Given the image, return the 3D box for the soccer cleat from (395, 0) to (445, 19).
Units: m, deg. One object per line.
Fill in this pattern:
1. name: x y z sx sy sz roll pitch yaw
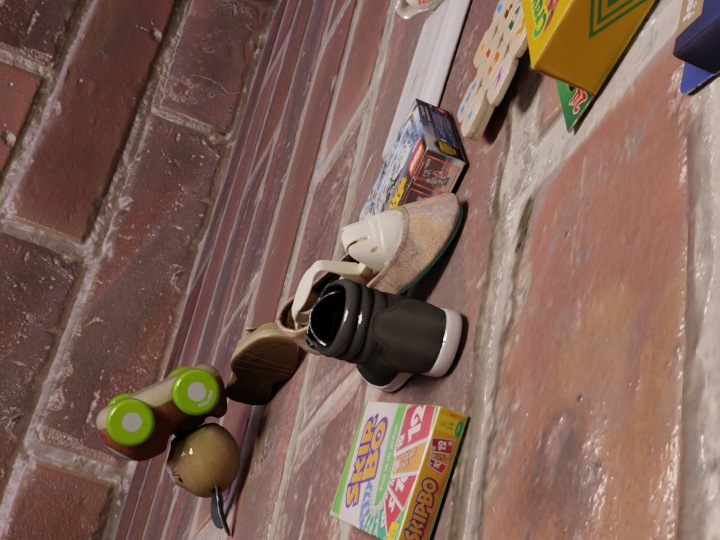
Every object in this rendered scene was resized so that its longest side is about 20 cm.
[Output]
1. soccer cleat: 0.079 -0.304 1.231 0.078 0.069 0.200 -52 3 -6

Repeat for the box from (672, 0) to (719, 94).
1. box: 0.205 -0.176 0.580 0.200 0.032 0.121 136 152 -65

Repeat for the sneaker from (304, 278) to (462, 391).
1. sneaker: 0.002 0.047 0.943 0.200 0.099 0.071 153 135 -74

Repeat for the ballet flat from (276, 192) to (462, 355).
1. ballet flat: 0.000 0.000 1.002 0.200 0.067 0.068 -46 34 27

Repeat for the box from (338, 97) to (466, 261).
1. box: 0.030 -0.042 1.101 0.137 0.040 0.200 -93 26 -64

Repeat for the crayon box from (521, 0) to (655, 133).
1. crayon box: 0.158 -0.204 0.782 0.127 0.051 0.200 -87 21 -53

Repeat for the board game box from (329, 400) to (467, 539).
1. board game box: 0.021 0.144 0.880 0.200 0.030 0.096 155 134 -76

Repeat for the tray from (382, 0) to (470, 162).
1. tray: 0.064 -0.191 1.239 0.107 0.022 0.200 154 135 -71

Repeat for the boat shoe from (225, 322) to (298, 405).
1. boat shoe: -0.119 0.100 1.441 0.200 0.073 0.063 129 155 -58

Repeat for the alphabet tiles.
1. alphabet tiles: 0.128 -0.203 0.975 0.196 0.015 0.200 -89 22 -71

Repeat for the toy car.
1. toy car: -0.210 0.226 1.455 0.200 0.158 0.164 66 167 -2
